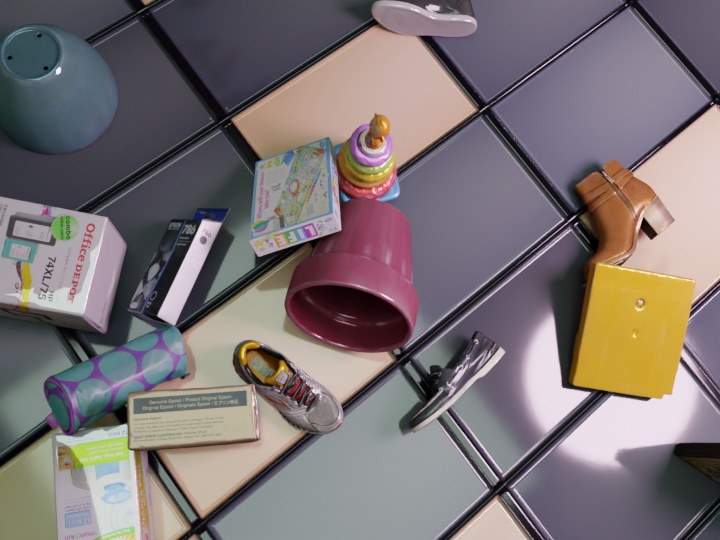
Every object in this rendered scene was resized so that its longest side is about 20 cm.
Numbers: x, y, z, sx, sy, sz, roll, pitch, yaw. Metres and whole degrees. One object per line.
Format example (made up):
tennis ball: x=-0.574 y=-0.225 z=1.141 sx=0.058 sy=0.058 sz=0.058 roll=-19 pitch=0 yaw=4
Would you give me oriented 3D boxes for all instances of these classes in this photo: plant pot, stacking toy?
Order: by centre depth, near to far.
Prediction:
plant pot: x=0.000 y=0.000 z=1.066 sx=0.196 sy=0.201 sz=0.181 roll=17 pitch=57 yaw=-3
plant pot: x=-0.495 y=-0.304 z=1.099 sx=0.196 sy=0.135 sz=0.204 roll=2 pitch=75 yaw=-7
stacking toy: x=0.017 y=-0.187 z=1.101 sx=0.108 sy=0.200 sz=0.118 roll=-11 pitch=77 yaw=-10

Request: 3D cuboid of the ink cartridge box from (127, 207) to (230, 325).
ink cartridge box: x=-0.279 y=-0.018 z=1.073 sx=0.039 sy=0.098 sz=0.203 roll=37 pitch=67 yaw=-39

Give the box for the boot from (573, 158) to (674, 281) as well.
boot: x=0.419 y=-0.088 z=1.204 sx=0.199 sy=0.074 sz=0.155 roll=-35 pitch=75 yaw=-14

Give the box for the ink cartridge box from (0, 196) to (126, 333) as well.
ink cartridge box: x=-0.465 y=-0.006 z=1.018 sx=0.196 sy=0.146 sz=0.150 roll=10 pitch=74 yaw=-5

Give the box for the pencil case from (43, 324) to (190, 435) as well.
pencil case: x=-0.339 y=0.151 z=0.986 sx=0.199 sy=0.092 sz=0.086 roll=-26 pitch=80 yaw=-46

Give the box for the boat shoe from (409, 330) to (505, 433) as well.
boat shoe: x=0.138 y=0.167 z=1.090 sx=0.199 sy=0.075 sz=0.066 roll=-39 pitch=81 yaw=-16

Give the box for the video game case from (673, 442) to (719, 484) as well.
video game case: x=0.599 y=0.316 z=1.045 sx=0.179 sy=0.200 sz=0.026 roll=34 pitch=76 yaw=2

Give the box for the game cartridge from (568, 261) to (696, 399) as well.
game cartridge: x=0.440 y=0.099 z=1.139 sx=0.173 sy=0.032 sz=0.204 roll=10 pitch=97 yaw=-5

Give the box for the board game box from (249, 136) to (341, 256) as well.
board game box: x=-0.100 y=-0.118 z=1.079 sx=0.132 sy=0.034 sz=0.202 roll=-16 pitch=42 yaw=10

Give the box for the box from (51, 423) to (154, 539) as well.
box: x=-0.352 y=0.323 z=0.969 sx=0.110 sy=0.101 sz=0.204 roll=-7 pitch=76 yaw=-8

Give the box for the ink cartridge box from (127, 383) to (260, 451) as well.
ink cartridge box: x=-0.221 y=0.205 z=0.966 sx=0.161 sy=0.200 sz=0.077 roll=-4 pitch=76 yaw=-9

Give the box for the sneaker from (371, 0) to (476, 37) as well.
sneaker: x=0.113 y=-0.486 z=1.265 sx=0.196 sy=0.071 sz=0.101 roll=2 pitch=73 yaw=-13

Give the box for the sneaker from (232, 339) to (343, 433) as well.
sneaker: x=-0.112 y=0.177 z=1.050 sx=0.198 sy=0.082 sz=0.078 roll=34 pitch=73 yaw=2
